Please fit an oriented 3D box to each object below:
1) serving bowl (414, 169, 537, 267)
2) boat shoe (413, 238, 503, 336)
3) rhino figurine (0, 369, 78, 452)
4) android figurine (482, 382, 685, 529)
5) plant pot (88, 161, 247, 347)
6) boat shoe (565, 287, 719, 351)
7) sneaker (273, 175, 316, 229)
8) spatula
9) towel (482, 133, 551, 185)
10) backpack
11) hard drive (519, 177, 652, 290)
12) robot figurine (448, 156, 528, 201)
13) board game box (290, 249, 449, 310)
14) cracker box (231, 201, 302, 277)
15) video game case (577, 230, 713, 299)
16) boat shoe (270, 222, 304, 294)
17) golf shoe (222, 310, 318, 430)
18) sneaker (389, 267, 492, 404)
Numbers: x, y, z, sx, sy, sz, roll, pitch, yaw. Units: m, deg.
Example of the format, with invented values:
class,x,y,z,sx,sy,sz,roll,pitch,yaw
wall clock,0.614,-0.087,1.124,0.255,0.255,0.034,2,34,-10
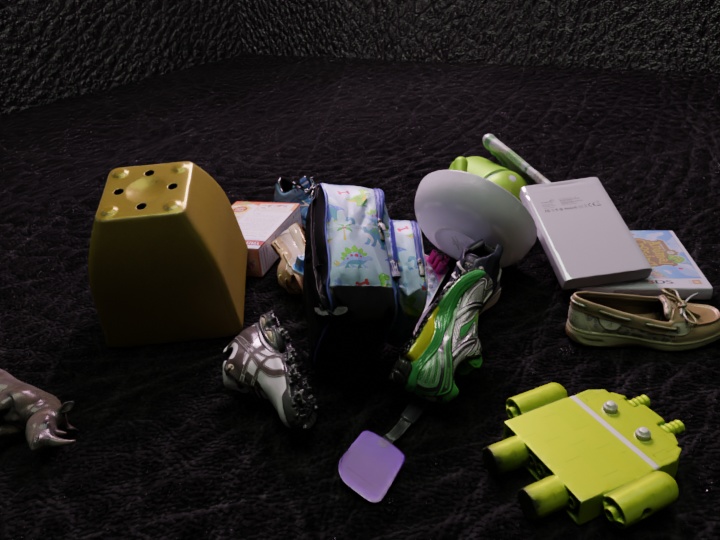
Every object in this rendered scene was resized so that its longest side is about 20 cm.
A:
class,x,y,z,sx,sy,sz,roll,pitch,yaw
serving bowl,0.165,-0.063,0.979,0.199,0.200,0.066,16,65,34
boat shoe,0.135,0.028,0.875,0.074,0.093,0.200,17,34,28
rhino figurine,-0.400,0.163,0.736,0.199,0.060,0.087,13,21,24
android figurine,0.229,0.177,0.639,0.198,0.041,0.182,-15,29,-16
plant pot,-0.274,-0.037,0.898,0.194,0.201,0.195,-5,45,-2
boat shoe,0.368,0.059,0.817,0.198,0.063,0.073,-3,27,2
sneaker,-0.100,-0.134,1.230,0.199,0.091,0.078,17,34,34
spatula,0.044,0.169,0.695,0.056,0.021,0.200,30,35,17
towel,0.312,-0.163,1.149,0.200,0.031,0.149,49,18,29
backpack,0.000,0.000,0.797,0.146,0.183,0.201,0,58,-12
hard drive,0.337,-0.061,0.973,0.131,0.027,0.201,-8,49,-4
robot figurine,0.228,-0.137,1.158,0.174,0.116,0.200,18,15,-31
board game box,0.024,-0.011,0.967,0.199,0.026,0.200,26,34,9
cracker box,-0.200,-0.061,1.139,0.133,0.058,0.200,4,28,16
video game case,0.420,-0.014,0.995,0.180,0.022,0.200,0,28,9
boat shoe,-0.097,0.004,0.997,0.069,0.074,0.200,-29,37,2
golf shoe,-0.112,0.133,0.756,0.094,0.078,0.200,-27,29,-6
sneaker,0.113,0.078,0.768,0.085,0.078,0.200,34,56,4
